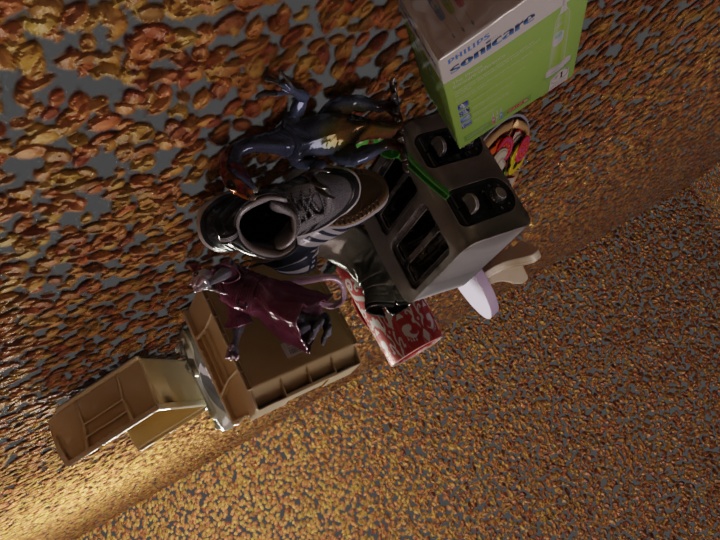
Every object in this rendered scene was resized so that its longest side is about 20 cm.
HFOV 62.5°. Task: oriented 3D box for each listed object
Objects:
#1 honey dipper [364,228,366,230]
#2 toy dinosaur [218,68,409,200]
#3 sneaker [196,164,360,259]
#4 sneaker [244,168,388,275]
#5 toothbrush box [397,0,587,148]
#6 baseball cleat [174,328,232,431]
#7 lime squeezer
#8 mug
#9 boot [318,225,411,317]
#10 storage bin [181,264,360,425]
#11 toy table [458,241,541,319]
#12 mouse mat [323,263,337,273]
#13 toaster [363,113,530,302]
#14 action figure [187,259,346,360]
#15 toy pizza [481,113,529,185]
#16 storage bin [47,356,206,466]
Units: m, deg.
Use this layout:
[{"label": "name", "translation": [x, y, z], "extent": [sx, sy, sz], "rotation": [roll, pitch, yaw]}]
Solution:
[{"label": "honey dipper", "translation": [0.056, -0.093, 0.943], "extent": [0.197, 0.039, 0.038], "rotation": [-31, 165, 20]}, {"label": "toy dinosaur", "translation": [-0.043, -0.116, 0.581], "extent": [0.175, 0.109, 0.200], "rotation": [-10, 180, 8]}, {"label": "sneaker", "translation": [-0.070, -0.060, 0.629], "extent": [0.195, 0.078, 0.113], "rotation": [-20, -160, -23]}, {"label": "sneaker", "translation": [-0.049, -0.058, 0.771], "extent": [0.195, 0.072, 0.109], "rotation": [-24, 161, 5]}, {"label": "toothbrush box", "translation": [0.125, -0.220, 0.553], "extent": [0.143, 0.088, 0.200], "rotation": [-32, 166, 9]}, {"label": "baseball cleat", "translation": [-0.237, 0.169, 1.000], "extent": [0.105, 0.206, 0.069], "rotation": [-29, -148, -27]}, {"label": "lime squeezer", "translation": [0.010, -0.134, 0.665], "extent": [0.194, 0.073, 0.038], "rotation": [13, 161, -23]}, {"label": "mug", "translation": [0.058, 0.059, 1.081], "extent": [0.131, 0.204, 0.178], "rotation": [-28, 166, -2]}, {"label": "boot", "translation": [0.000, 0.000, 0.890], "extent": [0.196, 0.134, 0.067], "rotation": [9, 144, -44]}, {"label": "storage bin", "translation": [-0.127, 0.095, 0.873], "extent": [0.196, 0.202, 0.094], "rotation": [-16, 158, -38]}, {"label": "toy table", "translation": [0.223, -0.024, 1.061], "extent": [0.116, 0.184, 0.202], "rotation": [-37, 129, -8]}, {"label": "mouse mat", "translation": [0.035, -0.055, 1.076], "extent": [0.158, 0.008, 0.199], "rotation": [-12, 158, -50]}, {"label": "toaster", "translation": [0.097, -0.078, 0.784], "extent": [0.116, 0.185, 0.201], "rotation": [-15, 159, -32]}, {"label": "action figure", "translation": [-0.127, 0.024, 0.734], "extent": [0.136, 0.195, 0.151], "rotation": [98, 19, -50]}, {"label": "toy pizza", "translation": [0.207, -0.143, 0.919], "extent": [0.198, 0.031, 0.204], "rotation": [-38, 149, -27]}, {"label": "storage bin", "translation": [-0.384, 0.238, 1.013], "extent": [0.195, 0.096, 0.200], "rotation": [-32, 166, 6]}]
